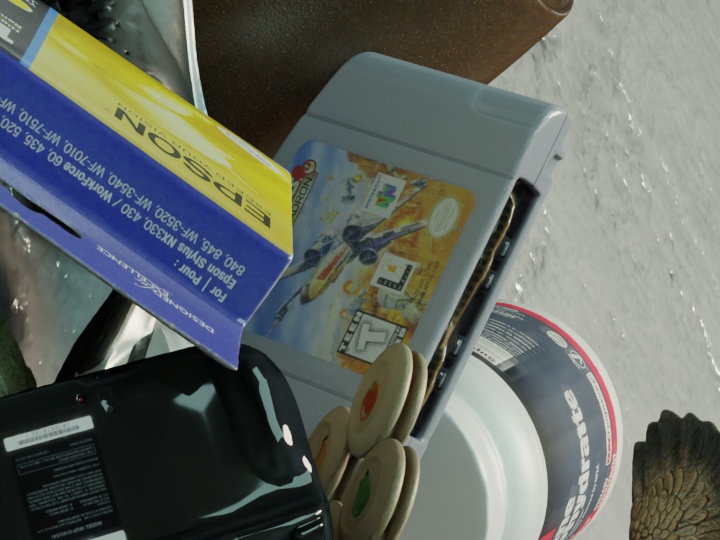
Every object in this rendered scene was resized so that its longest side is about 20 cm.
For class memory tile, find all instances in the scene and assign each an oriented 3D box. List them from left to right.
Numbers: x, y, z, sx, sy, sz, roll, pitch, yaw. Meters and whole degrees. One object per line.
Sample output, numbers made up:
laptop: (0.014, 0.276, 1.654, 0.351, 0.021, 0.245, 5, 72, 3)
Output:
memory tile: (-0.029, 0.130, 1.079, 0.017, 0.200, 0.153, 23, 46, -17)

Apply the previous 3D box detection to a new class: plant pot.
plant pot: (-0.003, -0.137, 1.308, 0.187, 0.200, 0.187, 46, 33, -43)

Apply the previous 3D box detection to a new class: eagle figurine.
eagle figurine: (0.152, 0.196, 1.495, 0.152, 0.151, 0.200, -26, 107, -56)

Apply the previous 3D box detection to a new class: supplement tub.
supplement tub: (0.038, 0.094, 1.295, 0.200, 0.140, 0.140, -20, 90, -67)

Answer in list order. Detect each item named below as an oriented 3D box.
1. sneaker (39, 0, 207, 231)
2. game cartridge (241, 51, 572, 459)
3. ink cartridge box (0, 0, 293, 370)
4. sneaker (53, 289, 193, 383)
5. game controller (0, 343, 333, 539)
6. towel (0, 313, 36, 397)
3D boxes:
sneaker: (-0.121, -0.104, 1.186, 0.099, 0.071, 0.200, -14, 90, -71)
game cartridge: (0.000, 0.000, 1.194, 0.042, 0.133, 0.200, 39, 74, -56)
ink cartridge box: (-0.115, -0.058, 1.023, 0.198, 0.047, 0.200, 36, 8, -11)
sneaker: (-0.068, 0.071, 1.061, 0.115, 0.076, 0.201, 30, 38, -11)
game controller: (-0.106, 0.093, 0.950, 0.200, 0.042, 0.104, -15, 77, -25)
towel: (-0.194, 0.005, 0.989, 0.200, 0.036, 0.148, 62, 24, -17)
